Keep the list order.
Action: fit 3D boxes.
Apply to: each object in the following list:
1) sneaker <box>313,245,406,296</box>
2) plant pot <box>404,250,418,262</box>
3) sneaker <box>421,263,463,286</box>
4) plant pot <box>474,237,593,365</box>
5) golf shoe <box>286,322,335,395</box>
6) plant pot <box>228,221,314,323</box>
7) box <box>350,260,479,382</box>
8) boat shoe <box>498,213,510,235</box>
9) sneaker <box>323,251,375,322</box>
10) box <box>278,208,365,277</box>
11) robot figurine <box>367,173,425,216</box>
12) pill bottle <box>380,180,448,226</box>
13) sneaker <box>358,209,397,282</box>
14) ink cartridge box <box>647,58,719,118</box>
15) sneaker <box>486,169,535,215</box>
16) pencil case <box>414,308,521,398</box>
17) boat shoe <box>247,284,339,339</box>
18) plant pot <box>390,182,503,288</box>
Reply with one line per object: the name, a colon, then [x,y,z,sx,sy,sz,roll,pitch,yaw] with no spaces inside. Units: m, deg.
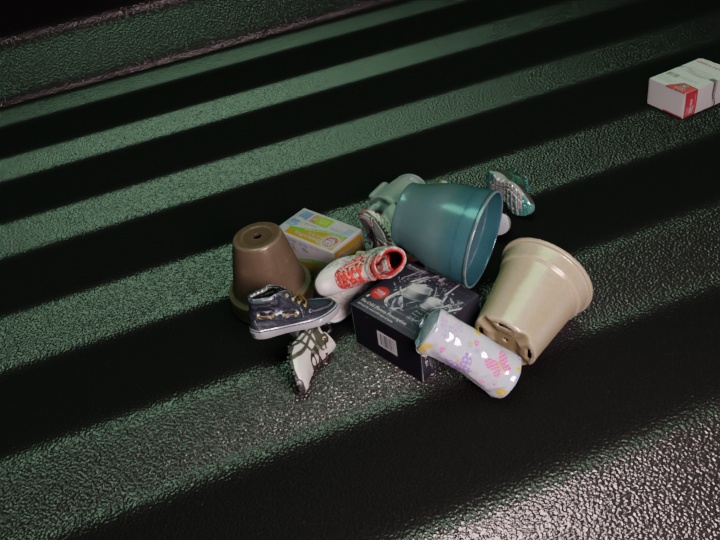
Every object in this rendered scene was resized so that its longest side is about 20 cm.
sneaker: [0.000,-0.001,1.532,0.198,0.068,0.108,-21,7,-12]
plant pot: [0.179,-0.063,1.698,0.197,0.028,0.200,-25,5,2]
sneaker: [0.209,-0.032,1.682,0.116,0.075,0.201,9,39,29]
plant pot: [0.320,0.074,1.435,0.198,0.202,0.184,20,57,35]
golf shoe: [-0.097,0.164,1.492,0.092,0.079,0.202,-7,37,4]
plant pot: [-0.214,-0.005,1.664,0.196,0.177,0.202,-6,37,5]
box: [0.112,0.096,1.507,0.181,0.106,0.198,-34,42,-31]
boat shoe: [0.269,-0.119,1.796,0.196,0.071,0.066,-2,13,21]
sneaker: [-0.037,0.037,1.643,0.075,0.082,0.200,14,44,27]
box: [-0.094,-0.056,1.762,0.198,0.103,0.112,21,46,36]
robot figurine: [0.100,-0.168,1.856,0.169,0.114,0.199,35,54,25]
pill bottle: [0.131,-0.120,1.726,0.197,0.113,0.113,-25,36,4]
sneaker: [0.045,-0.039,1.640,0.074,0.203,0.081,-24,-1,-17]
ink cartridge box: [0.965,-0.532,2.159,0.197,0.084,0.147,-23,38,-16]
sneaker: [0.398,-0.209,1.876,0.090,0.079,0.201,-15,38,-14]
pencil case: [0.197,0.152,1.351,0.092,0.198,0.083,-61,7,-6]
boat shoe: [-0.135,0.070,1.506,0.197,0.093,0.071,-16,26,-24]
plant pot: [0.169,-0.092,1.512,0.185,0.203,0.200,20,45,22]
